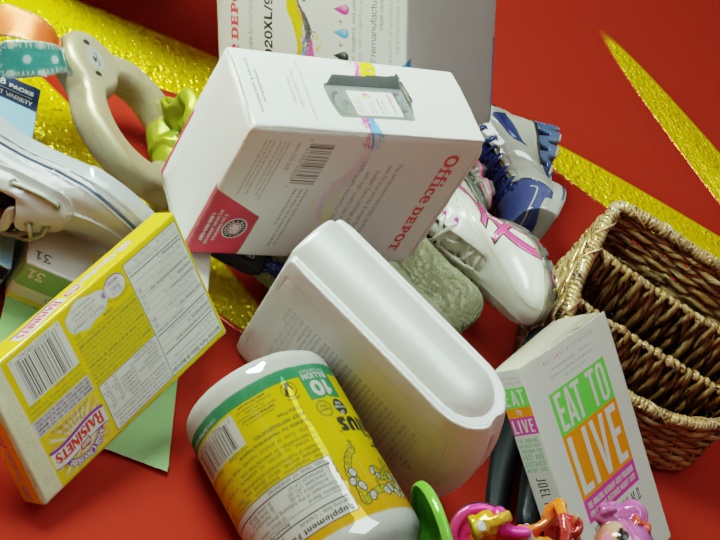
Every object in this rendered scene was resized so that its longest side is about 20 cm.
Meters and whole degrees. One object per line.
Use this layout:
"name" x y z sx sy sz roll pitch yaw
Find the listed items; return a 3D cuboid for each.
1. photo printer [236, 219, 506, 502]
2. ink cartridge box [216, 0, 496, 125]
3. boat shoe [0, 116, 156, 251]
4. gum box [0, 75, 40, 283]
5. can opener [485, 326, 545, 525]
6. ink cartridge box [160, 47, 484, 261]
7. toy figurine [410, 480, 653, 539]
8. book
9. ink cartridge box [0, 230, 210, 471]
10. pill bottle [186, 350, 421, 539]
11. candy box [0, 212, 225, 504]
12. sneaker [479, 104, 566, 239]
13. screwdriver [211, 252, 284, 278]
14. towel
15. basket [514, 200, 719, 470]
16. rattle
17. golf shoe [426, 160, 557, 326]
"photo printer" 0.012 0.077 1.228 0.200 0.166 0.069 45 57 8
"ink cartridge box" -0.005 -0.200 1.445 0.200 0.147 0.145 13 22 33
"boat shoe" -0.235 -0.052 1.161 0.200 0.074 0.067 31 65 -17
"gum box" -0.325 -0.089 1.203 0.170 0.045 0.200 23 40 -24
"can opener" 0.130 0.138 1.360 0.079 0.063 0.200 52 39 -31
"ink cartridge box" -0.031 -0.084 1.271 0.200 0.148 0.086 1 51 -32
"toy figurine" 0.148 0.218 1.136 0.184 0.150 0.200 -14 78 -12
"book" 0.175 0.150 1.329 0.134 0.048 0.200 -30 104 -52
"ink cartridge box" -0.183 0.033 1.200 0.145 0.048 0.200 24 37 -22
"pill bottle" -0.028 0.163 1.143 0.113 0.113 0.200 -6 55 -44
"candy box" -0.173 0.055 1.122 0.200 0.026 0.102 -45 126 -41
"sneaker" 0.126 -0.098 1.593 0.115 0.081 0.200 26 31 -13
"screwdriver" -0.039 0.014 1.297 0.200 0.028 0.029 28 54 4
"towel" 0.000 0.000 1.366 0.200 0.036 0.148 46 52 -3
"basket" 0.253 0.064 1.466 0.200 0.149 0.143 33 36 -11
"rattle" -0.171 -0.153 1.293 0.200 0.143 0.130 52 41 -24
"golf shoe" 0.091 -0.025 1.435 0.092 0.073 0.200 -3 44 -36
